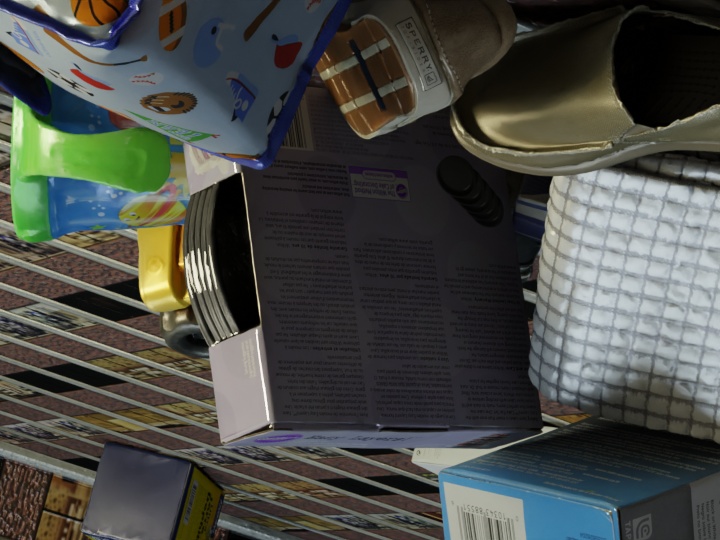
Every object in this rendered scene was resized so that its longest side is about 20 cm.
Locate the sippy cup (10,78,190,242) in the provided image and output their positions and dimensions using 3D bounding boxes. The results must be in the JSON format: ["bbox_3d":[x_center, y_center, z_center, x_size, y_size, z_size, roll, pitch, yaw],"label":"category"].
[{"bbox_3d":[-0.118,-0.080,1.544,0.129,0.179,0.140,4,139,0],"label":"sippy cup"}]

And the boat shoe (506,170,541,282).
[{"bbox_3d":[0.010,-0.030,1.625,0.199,0.072,0.068,7,130,-10],"label":"boat shoe"}]

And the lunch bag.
[{"bbox_3d":[-0.134,-0.141,1.303,0.199,0.124,0.170,24,173,28],"label":"lunch bag"}]

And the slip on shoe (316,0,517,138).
[{"bbox_3d":[0.020,-0.111,1.378,0.060,0.076,0.200,-28,-174,-11],"label":"slip on shoe"}]

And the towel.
[{"bbox_3d":[0.191,-0.001,1.451,0.199,0.086,0.166,10,126,6],"label":"towel"}]

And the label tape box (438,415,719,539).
[{"bbox_3d":[0.164,0.117,1.524,0.199,0.064,0.144,-16,-165,-35],"label":"label tape box"}]

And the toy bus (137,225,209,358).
[{"bbox_3d":[-0.013,-0.008,1.747,0.191,0.137,0.200,-11,152,35],"label":"toy bus"}]

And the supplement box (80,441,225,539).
[{"bbox_3d":[-0.238,0.280,3.295,0.108,0.110,0.200,12,168,12],"label":"supplement box"}]

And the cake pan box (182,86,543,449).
[{"bbox_3d":[0.000,0.000,1.479,0.199,0.185,0.052,2,162,-41],"label":"cake pan box"}]

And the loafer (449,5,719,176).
[{"bbox_3d":[0.123,-0.091,1.330,0.199,0.077,0.067,-5,158,31],"label":"loafer"}]

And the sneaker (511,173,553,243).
[{"bbox_3d":[0.174,0.009,1.554,0.198,0.081,0.116,13,123,10],"label":"sneaker"}]

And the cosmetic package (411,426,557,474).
[{"bbox_3d":[0.164,0.182,2.520,0.150,0.052,0.200,7,166,39],"label":"cosmetic package"}]
